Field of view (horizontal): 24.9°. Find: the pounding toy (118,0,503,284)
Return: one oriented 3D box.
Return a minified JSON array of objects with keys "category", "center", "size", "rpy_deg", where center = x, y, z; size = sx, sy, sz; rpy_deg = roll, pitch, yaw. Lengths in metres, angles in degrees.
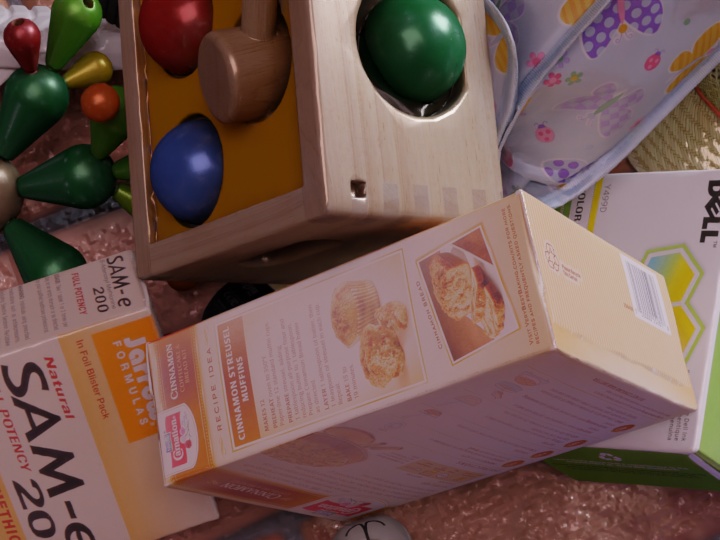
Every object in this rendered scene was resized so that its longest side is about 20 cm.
[{"category":"pounding toy","center":[-0.032,-0.102,0.726],"size":[0.142,0.200,0.185],"rpy_deg":[2,79,-37]}]

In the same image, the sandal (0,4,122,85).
[{"category":"sandal","center":[-0.219,-0.114,0.896],"size":[0.202,0.083,0.050],"rpy_deg":[1,116,-3]}]

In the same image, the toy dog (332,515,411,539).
[{"category":"toy dog","center":[0.030,0.217,0.776],"size":[0.132,0.096,0.200],"rpy_deg":[-39,78,-12]}]

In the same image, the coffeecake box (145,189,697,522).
[{"category":"coffeecake box","center":[0.028,0.049,0.750],"size":[0.200,0.153,0.073],"rpy_deg":[-22,66,27]}]

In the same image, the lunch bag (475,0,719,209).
[{"category":"lunch bag","center":[0.082,-0.141,0.799],"size":[0.200,0.127,0.170],"rpy_deg":[-47,51,17]}]

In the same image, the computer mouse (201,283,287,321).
[{"category":"computer mouse","center":[0.000,0.000,0.880],"size":[0.200,0.034,0.059],"rpy_deg":[-30,47,-14]}]

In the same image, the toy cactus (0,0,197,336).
[{"category":"toy cactus","center":[-0.166,-0.040,0.847],"size":[0.165,0.102,0.200],"rpy_deg":[-7,102,12]}]

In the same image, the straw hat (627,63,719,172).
[{"category":"straw hat","center":[0.228,-0.118,0.889],"size":[0.201,0.085,0.202],"rpy_deg":[0,72,-1]}]

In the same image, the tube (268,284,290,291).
[{"category":"tube","center":[0.009,-0.069,0.890],"size":[0.200,0.058,0.052],"rpy_deg":[-42,95,-13]}]

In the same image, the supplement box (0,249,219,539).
[{"category":"supplement box","center":[-0.183,0.086,0.793],"size":[0.200,0.074,0.126],"rpy_deg":[-19,116,-6]}]

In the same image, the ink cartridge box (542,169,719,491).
[{"category":"ink cartridge box","center":[0.187,0.029,0.797],"size":[0.200,0.076,0.148],"rpy_deg":[-1,69,37]}]

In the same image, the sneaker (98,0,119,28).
[{"category":"sneaker","center":[-0.062,-0.172,0.903],"size":[0.200,0.074,0.089],"rpy_deg":[2,56,-23]}]
